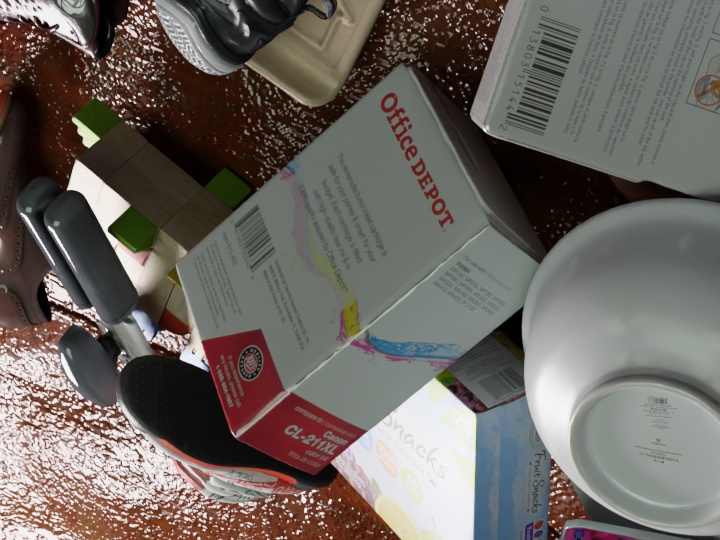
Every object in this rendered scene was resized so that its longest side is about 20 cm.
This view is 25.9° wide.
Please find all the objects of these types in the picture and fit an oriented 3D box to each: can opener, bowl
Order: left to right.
[{"bbox_3d":[-0.188,0.025,1.063,0.053,0.067,0.201,25,153,30],"label":"can opener"},{"bbox_3d":[0.167,0.071,0.823,0.199,0.091,0.203,14,128,18],"label":"bowl"}]

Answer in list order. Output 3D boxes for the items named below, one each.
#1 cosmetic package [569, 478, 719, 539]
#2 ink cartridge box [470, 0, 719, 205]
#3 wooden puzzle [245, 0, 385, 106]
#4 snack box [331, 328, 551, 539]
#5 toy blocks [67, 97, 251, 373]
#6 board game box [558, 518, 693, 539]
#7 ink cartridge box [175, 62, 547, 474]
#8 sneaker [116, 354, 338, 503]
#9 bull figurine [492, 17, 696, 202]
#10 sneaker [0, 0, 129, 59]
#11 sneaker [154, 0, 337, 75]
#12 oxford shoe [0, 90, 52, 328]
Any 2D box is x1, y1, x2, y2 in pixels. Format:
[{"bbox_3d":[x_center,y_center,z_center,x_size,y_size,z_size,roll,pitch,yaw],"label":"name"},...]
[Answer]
[{"bbox_3d":[0.232,0.102,0.942,0.199,0.107,0.091,-16,112,39],"label":"cosmetic package"},{"bbox_3d":[0.170,-0.142,0.798,0.175,0.045,0.202,17,102,-10],"label":"ink cartridge box"},{"bbox_3d":[-0.051,-0.226,0.934,0.184,0.046,0.201,35,128,6],"label":"wooden puzzle"},{"bbox_3d":[0.042,0.094,1.020,0.200,0.067,0.170,41,142,44],"label":"snack box"},{"bbox_3d":[-0.142,-0.008,1.115,0.199,0.100,0.137,39,143,5],"label":"toy blocks"},{"bbox_3d":[0.216,0.222,1.001,0.198,0.026,0.201,11,152,5],"label":"board game box"},{"bbox_3d":[0.000,0.000,0.934,0.200,0.146,0.083,-39,137,17],"label":"ink cartridge box"},{"bbox_3d":[-0.120,0.124,1.146,0.200,0.068,0.107,25,150,-38],"label":"sneaker"},{"bbox_3d":[0.165,-0.090,0.880,0.199,0.065,0.122,39,129,-1],"label":"bull figurine"},{"bbox_3d":[-0.228,-0.172,1.058,0.116,0.076,0.200,46,132,-8],"label":"sneaker"},{"bbox_3d":[-0.087,-0.215,0.887,0.113,0.076,0.201,-16,115,33],"label":"sneaker"},{"bbox_3d":[-0.257,-0.043,1.181,0.072,0.071,0.201,7,126,-8],"label":"oxford shoe"}]
